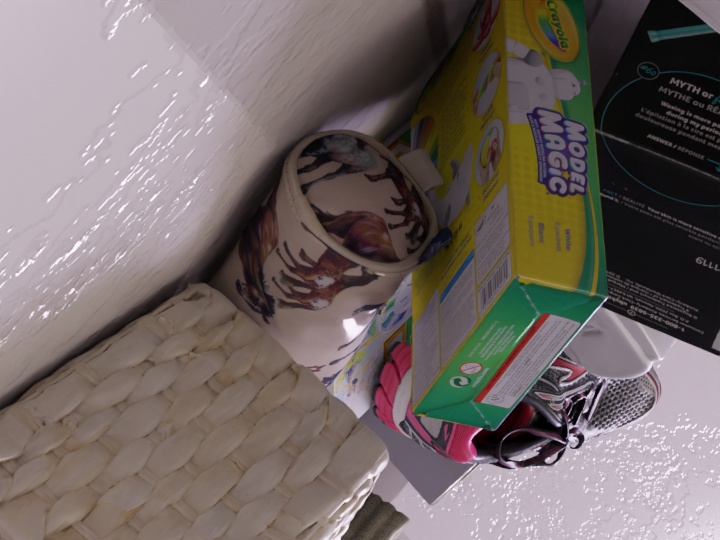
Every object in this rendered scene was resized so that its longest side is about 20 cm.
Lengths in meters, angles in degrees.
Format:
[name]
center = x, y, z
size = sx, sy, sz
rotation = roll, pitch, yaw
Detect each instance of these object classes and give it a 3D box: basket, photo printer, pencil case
[basket]
center = -0.094, 0.114, 0.692
size = 0.200, 0.135, 0.124
rotation = -39, 167, -53
[photo printer]
center = 0.140, -0.068, 0.937
size = 0.069, 0.167, 0.201
rotation = -9, -137, 45
[pencil case]
center = -0.034, 0.024, 0.790
size = 0.089, 0.078, 0.200
rotation = -8, 147, -38

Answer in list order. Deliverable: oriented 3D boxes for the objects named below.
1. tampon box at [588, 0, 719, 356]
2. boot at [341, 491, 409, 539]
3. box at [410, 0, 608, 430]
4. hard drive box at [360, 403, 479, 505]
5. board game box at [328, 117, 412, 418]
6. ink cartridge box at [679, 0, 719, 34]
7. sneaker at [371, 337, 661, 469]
[tampon box]
center = 0.202, -0.073, 0.819
size = 0.201, 0.149, 0.127
rotation = -59, 166, -32
[boot]
center = -0.081, 0.189, 1.093
size = 0.200, 0.154, 0.072
rotation = -47, 173, -11
[box]
center = 0.062, -0.043, 0.762
size = 0.118, 0.048, 0.202
rotation = 123, -27, -50
[hard drive box]
center = 0.083, 0.062, 1.115
size = 0.156, 0.077, 0.200
rotation = -43, 179, 4
[board game box]
center = 0.028, -0.014, 0.930
size = 0.200, 0.034, 0.135
rotation = -42, 145, -42
[ink cartridge box]
center = 0.150, -0.169, 0.593
size = 0.148, 0.144, 0.200
rotation = -51, 173, 18
[sneaker]
center = 0.100, 0.080, 0.952
size = 0.199, 0.075, 0.081
rotation = -3, 116, -39
